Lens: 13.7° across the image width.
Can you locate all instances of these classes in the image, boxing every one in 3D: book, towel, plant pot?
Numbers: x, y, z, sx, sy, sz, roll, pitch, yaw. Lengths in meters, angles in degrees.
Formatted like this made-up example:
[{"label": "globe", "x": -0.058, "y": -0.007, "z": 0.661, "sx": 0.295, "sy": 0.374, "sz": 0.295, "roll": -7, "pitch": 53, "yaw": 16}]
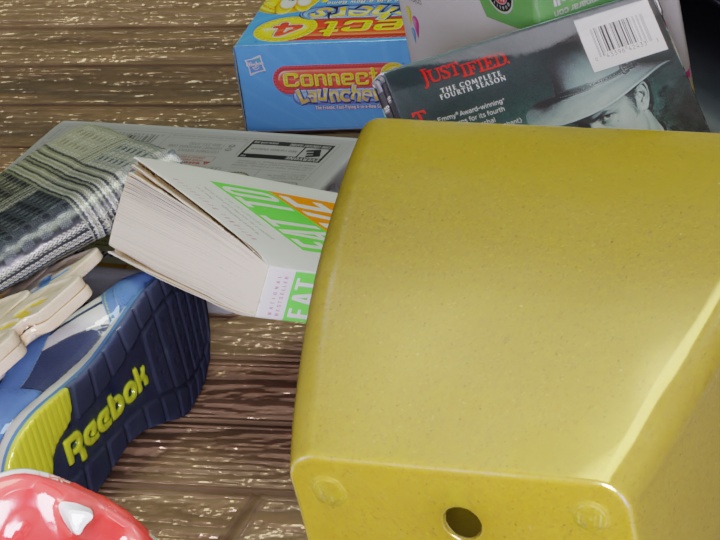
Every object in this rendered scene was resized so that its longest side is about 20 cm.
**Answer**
[{"label": "book", "x": 0.000, "y": 0.000, "z": 1.427, "sx": 0.199, "sy": 0.048, "sz": 0.133, "roll": 7, "pitch": 15, "yaw": -38}, {"label": "towel", "x": -0.187, "y": -0.012, "z": 1.511, "sx": 0.192, "sy": 0.035, "sz": 0.200, "roll": -31, "pitch": 15, "yaw": -11}, {"label": "plant pot", "x": 0.076, "y": 0.074, "z": 1.174, "sx": 0.199, "sy": 0.201, "sz": 0.177, "roll": 4, "pitch": 37, "yaw": 24}]

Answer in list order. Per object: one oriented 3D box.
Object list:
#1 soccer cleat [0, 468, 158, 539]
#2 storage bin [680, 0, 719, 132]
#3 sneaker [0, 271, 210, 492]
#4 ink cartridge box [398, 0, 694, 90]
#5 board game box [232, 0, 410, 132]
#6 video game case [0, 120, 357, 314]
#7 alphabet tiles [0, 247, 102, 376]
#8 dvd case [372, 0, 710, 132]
[{"label": "soccer cleat", "x": -0.078, "y": 0.136, "z": 1.102, "sx": 0.069, "sy": 0.200, "sz": 0.085, "roll": -50, "pitch": 29, "yaw": -2}, {"label": "storage bin", "x": 0.191, "y": -0.163, "z": 1.667, "sx": 0.200, "sy": 0.146, "sz": 0.134, "roll": 34, "pitch": 25, "yaw": 9}, {"label": "sneaker", "x": -0.138, "y": 0.053, "z": 1.409, "sx": 0.082, "sy": 0.074, "sz": 0.200, "roll": -1, "pitch": 23, "yaw": 30}, {"label": "ink cartridge box", "x": 0.094, "y": -0.094, "z": 1.490, "sx": 0.084, "sy": 0.201, "sz": 0.145, "roll": -23, "pitch": 26, "yaw": -23}, {"label": "board game box", "x": 0.045, "y": -0.149, "z": 1.792, "sx": 0.199, "sy": 0.056, "sz": 0.196, "roll": -1, "pitch": 26, "yaw": 15}, {"label": "video game case", "x": -0.120, "y": -0.032, "z": 1.639, "sx": 0.199, "sy": 0.023, "sz": 0.182, "roll": 5, "pitch": 28, "yaw": 24}, {"label": "alphabet tiles", "x": -0.213, "y": 0.049, "z": 1.405, "sx": 0.200, "sy": 0.015, "sz": 0.196, "roll": -17, "pitch": 20, "yaw": 46}, {"label": "dvd case", "x": 0.106, "y": -0.016, "z": 1.364, "sx": 0.146, "sy": 0.201, "sz": 0.022, "roll": -19, "pitch": -8, "yaw": -20}]
